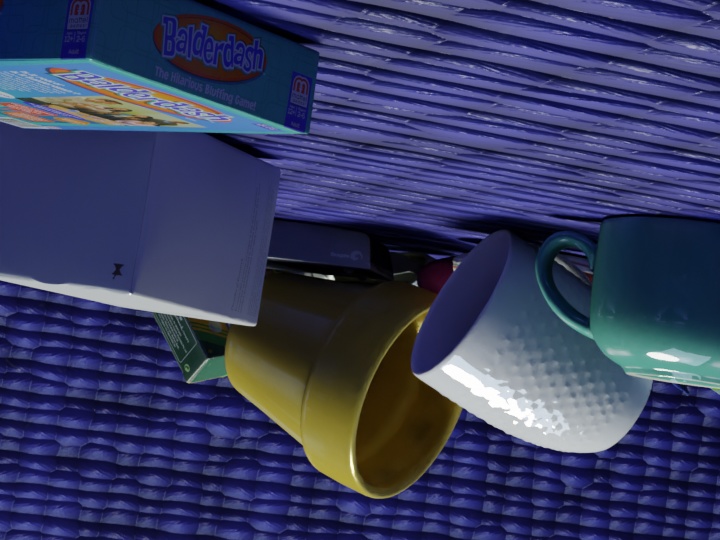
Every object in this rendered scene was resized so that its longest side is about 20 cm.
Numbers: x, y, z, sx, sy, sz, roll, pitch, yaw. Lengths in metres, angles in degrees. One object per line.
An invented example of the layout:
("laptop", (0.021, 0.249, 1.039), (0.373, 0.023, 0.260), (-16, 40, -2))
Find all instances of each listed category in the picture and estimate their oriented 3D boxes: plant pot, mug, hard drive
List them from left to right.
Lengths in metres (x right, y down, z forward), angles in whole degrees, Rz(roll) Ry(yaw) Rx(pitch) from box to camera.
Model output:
("hard drive", (-0.074, -0.022, 1.746), (0.200, 0.042, 0.135), (6, 175, 13))
("plant pot", (-0.021, 0.092, 1.716), (0.189, 0.201, 0.201), (22, -177, 30))
("mug", (0.160, 0.056, 1.539), (0.175, 0.200, 0.148), (33, 130, -13))
("mug", (0.240, 0.028, 1.360), (0.152, 0.115, 0.185), (11, 174, -39))

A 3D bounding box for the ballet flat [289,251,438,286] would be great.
("ballet flat", (0.000, 0.000, 1.838), (0.200, 0.070, 0.069), (1, 173, 29))

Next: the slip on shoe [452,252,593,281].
("slip on shoe", (0.179, 0.016, 1.669), (0.200, 0.061, 0.074), (11, 176, -22))

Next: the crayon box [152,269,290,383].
("crayon box", (-0.121, 0.040, 1.889), (0.200, 0.126, 0.052), (-8, 151, -43))

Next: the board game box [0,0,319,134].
("board game box", (-0.144, -0.102, 0.853), (0.200, 0.045, 0.152), (5, 174, 36))

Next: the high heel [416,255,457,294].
("high heel", (0.155, 0.018, 1.754), (0.200, 0.068, 0.096), (17, 159, -33))

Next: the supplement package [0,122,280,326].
("supplement package", (-0.152, -0.037, 1.210), (0.121, 0.120, 0.200), (8, 176, 20))

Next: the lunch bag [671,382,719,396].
("lunch bag", (0.310, 0.050, 1.541), (0.200, 0.128, 0.170), (25, 180, 16))
